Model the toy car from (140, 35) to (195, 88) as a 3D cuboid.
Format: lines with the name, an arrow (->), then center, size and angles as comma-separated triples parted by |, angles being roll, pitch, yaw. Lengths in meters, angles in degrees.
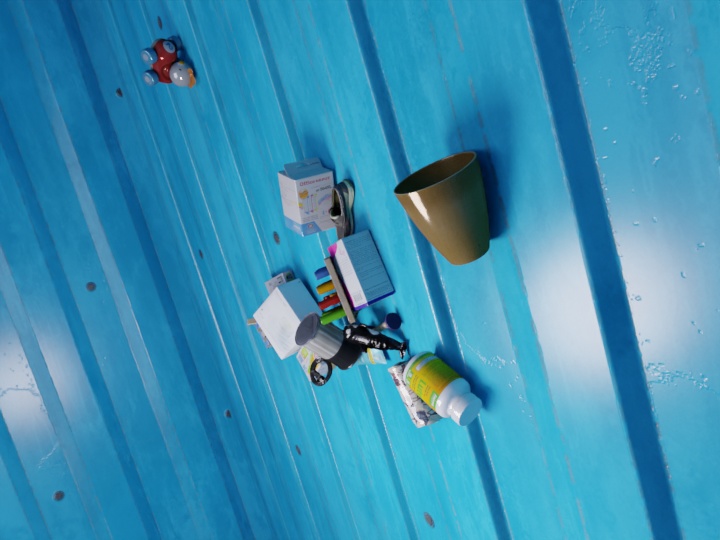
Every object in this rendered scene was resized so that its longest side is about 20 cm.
toy car -> -0.736, -0.813, 2.310 | 0.199, 0.185, 0.177 | 26, 136, 10

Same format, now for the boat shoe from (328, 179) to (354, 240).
boat shoe -> -0.061, -0.167, 1.681 | 0.072, 0.066, 0.202 | 40, 139, 39

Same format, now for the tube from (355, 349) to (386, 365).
tube -> 0.018, 0.270, 1.848 | 0.200, 0.050, 0.078 | -23, 87, 55

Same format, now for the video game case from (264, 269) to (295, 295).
video game case -> -0.286, 0.105, 2.225 | 0.200, 0.045, 0.182 | -22, 89, 59

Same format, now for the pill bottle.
pill bottle -> 0.212, 0.305, 1.489 | 0.200, 0.111, 0.112 | 38, 138, 41

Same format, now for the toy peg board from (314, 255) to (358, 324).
toy peg board -> -0.091, 0.065, 1.739 | 0.200, 0.097, 0.200 | -61, -51, -86

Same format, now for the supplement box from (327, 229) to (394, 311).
supplement box -> 0.000, 0.000, 1.652 | 0.101, 0.103, 0.201 | -25, 87, 60

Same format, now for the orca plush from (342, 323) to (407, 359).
orca plush -> 0.031, 0.220, 1.679 | 0.199, 0.071, 0.105 | 24, 148, 9

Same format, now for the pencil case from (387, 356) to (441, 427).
pencil case -> 0.156, 0.351, 1.643 | 0.078, 0.089, 0.201 | -33, 79, 30

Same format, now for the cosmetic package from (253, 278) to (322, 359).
cosmetic package -> -0.251, 0.174, 2.072 | 0.200, 0.123, 0.200 | 54, 128, 12

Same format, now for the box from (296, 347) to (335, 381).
box -> -0.140, 0.294, 2.053 | 0.113, 0.101, 0.200 | 57, 148, 19

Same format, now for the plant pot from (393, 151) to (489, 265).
plant pot -> 0.193, -0.119, 1.223 | 0.186, 0.186, 0.201 | 5, 126, 57

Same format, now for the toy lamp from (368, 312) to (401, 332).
toy lamp -> 0.053, 0.177, 1.722 | 0.200, 0.058, 0.059 | -36, 78, 56

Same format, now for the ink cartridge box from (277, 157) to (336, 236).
ink cartridge box -> -0.158, -0.226, 1.729 | 0.125, 0.128, 0.201 | 33, 135, 52

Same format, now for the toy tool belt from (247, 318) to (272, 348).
toy tool belt -> -0.379, 0.267, 2.398 | 0.201, 0.122, 0.125 | 57, 148, 19

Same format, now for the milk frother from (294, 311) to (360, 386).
milk frother -> -0.135, 0.257, 1.843 | 0.188, 0.201, 0.180 | 34, 169, -29
